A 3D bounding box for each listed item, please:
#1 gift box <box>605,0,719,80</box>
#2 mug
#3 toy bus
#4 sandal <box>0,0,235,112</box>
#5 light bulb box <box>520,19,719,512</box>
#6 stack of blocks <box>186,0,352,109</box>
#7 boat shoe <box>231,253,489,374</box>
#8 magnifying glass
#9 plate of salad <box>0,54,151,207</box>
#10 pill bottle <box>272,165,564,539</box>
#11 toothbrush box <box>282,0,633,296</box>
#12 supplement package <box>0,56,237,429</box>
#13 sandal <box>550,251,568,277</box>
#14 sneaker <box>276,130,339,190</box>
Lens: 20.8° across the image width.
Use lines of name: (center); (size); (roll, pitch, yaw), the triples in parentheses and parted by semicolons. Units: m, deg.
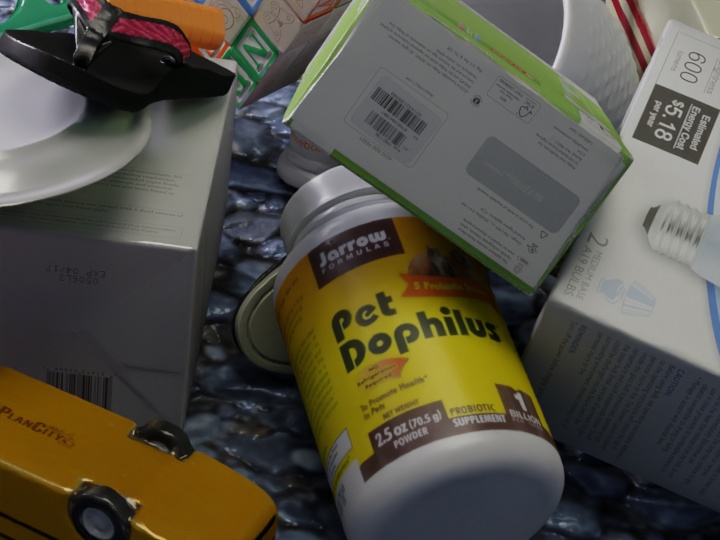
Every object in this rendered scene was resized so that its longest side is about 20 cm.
gift box: (0.265, -0.137, 1.285); (0.199, 0.185, 0.187); (3, 43, -17)
mug: (0.100, -0.140, 1.207); (0.147, 0.201, 0.175); (4, -13, 30)
toy bus: (-0.140, 0.102, 0.910); (0.200, 0.078, 0.065); (21, 36, 16)
sandal: (-0.116, -0.115, 0.984); (0.075, 0.045, 0.200); (29, 15, 13)
light bulb box: (0.205, 0.011, 1.013); (0.200, 0.125, 0.199); (23, 59, 5)
stack of blocks: (-0.084, -0.158, 1.194); (0.115, 0.200, 0.059); (51, 45, 8)
boat shoe: (0.000, -0.002, 1.113); (0.199, 0.075, 0.066); (-33, 25, -28)
magnifying glass: (-0.161, -0.150, 1.064); (0.200, 0.022, 0.080); (9, 66, -38)
plate of salad: (-0.201, -0.062, 0.950); (0.199, 0.048, 0.200); (3, 27, -1)
pill bottle: (0.021, 0.043, 0.976); (0.109, 0.109, 0.200); (-4, 50, -20)
toothbrush box: (0.048, -0.081, 0.992); (0.145, 0.086, 0.200); (35, 13, -7)
supplement package: (-0.137, -0.024, 1.057); (0.121, 0.120, 0.200); (7, 34, 0)
sandal: (0.168, 0.035, 1.112); (0.211, 0.078, 0.070); (25, 70, -1)
sneaker: (0.024, -0.114, 1.272); (0.074, 0.080, 0.200); (24, 35, 24)
